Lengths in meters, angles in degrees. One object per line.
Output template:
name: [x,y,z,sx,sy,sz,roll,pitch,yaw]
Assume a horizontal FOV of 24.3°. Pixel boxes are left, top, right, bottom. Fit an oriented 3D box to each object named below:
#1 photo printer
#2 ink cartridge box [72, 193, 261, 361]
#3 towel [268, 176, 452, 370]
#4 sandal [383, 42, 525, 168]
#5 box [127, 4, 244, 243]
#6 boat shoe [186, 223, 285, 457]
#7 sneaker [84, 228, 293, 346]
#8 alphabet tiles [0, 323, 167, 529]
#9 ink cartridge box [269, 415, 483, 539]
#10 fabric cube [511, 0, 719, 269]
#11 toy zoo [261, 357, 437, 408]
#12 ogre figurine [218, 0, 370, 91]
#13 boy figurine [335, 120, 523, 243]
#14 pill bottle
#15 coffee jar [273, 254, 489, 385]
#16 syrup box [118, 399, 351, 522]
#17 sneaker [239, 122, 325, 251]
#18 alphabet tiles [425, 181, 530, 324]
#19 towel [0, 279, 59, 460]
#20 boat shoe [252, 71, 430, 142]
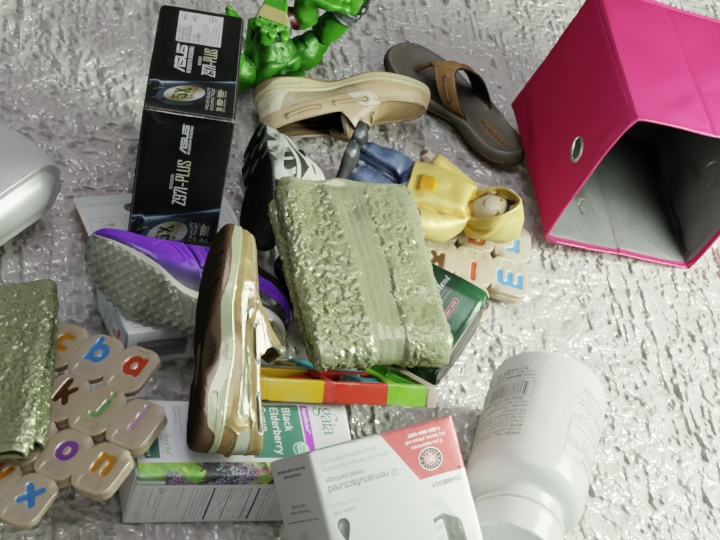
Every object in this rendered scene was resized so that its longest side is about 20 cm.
photo printer: [-0.388,-0.075,1.546,0.165,0.070,0.200,27,44,23]
ink cartridge box: [-0.180,0.002,1.608,0.161,0.050,0.201,-6,41,-25]
towel: [0.000,0.000,1.524,0.147,0.037,0.202,-1,58,-20]
sandal: [0.112,-0.195,1.873,0.081,0.055,0.200,-28,65,-37]
box: [-0.168,-0.133,1.606,0.085,0.165,0.201,8,37,-7]
boat shoe: [-0.101,0.061,1.429,0.075,0.072,0.202,10,74,-17]
sneaker: [-0.151,0.005,1.524,0.199,0.070,0.100,25,40,-4]
alphabet tiles: [-0.265,0.129,1.410,0.198,0.015,0.196,15,52,28]
ink cartridge box: [0.024,0.237,1.390,0.143,0.084,0.202,-12,85,-29]
fabric cube: [0.303,-0.152,1.799,0.198,0.197,0.201,10,48,-23]
toy zoo: [-0.044,0.099,1.524,0.198,0.021,0.131,4,5,-19]
ogre figurine: [-0.084,-0.250,1.800,0.098,0.120,0.200,38,49,7]
boy figurine: [0.072,-0.077,1.713,0.198,0.065,0.125,24,44,4]
pill bottle: [0.154,0.181,1.524,0.113,0.115,0.201,22,46,-1]
coffee jar: [0.018,0.016,1.613,0.199,0.085,0.105,32,77,9]
syrup box: [-0.109,0.166,1.457,0.198,0.082,0.079,2,51,-18]
sneaker: [-0.070,-0.077,1.670,0.088,0.074,0.201,25,29,-16]
alphabet tiles: [0.080,-0.029,1.737,0.198,0.015,0.197,16,47,-8]
towel: [-0.331,0.087,1.431,0.147,0.037,0.201,-6,45,5]
boat shoe: [-0.016,-0.167,1.796,0.198,0.071,0.065,-4,62,-18]
